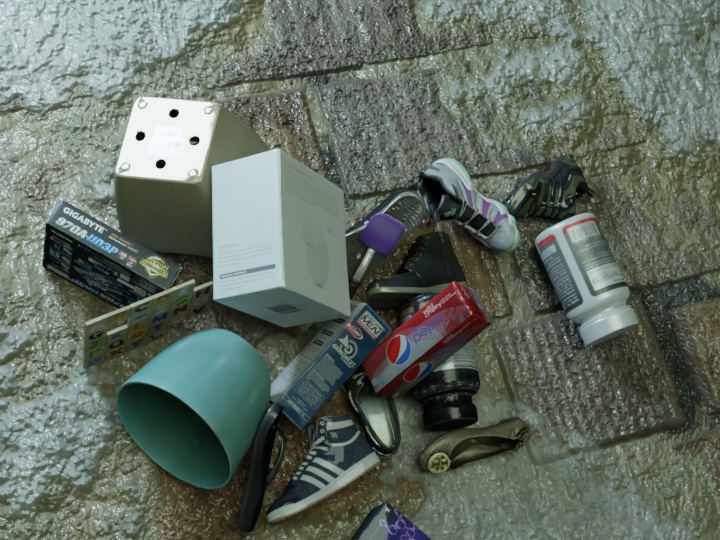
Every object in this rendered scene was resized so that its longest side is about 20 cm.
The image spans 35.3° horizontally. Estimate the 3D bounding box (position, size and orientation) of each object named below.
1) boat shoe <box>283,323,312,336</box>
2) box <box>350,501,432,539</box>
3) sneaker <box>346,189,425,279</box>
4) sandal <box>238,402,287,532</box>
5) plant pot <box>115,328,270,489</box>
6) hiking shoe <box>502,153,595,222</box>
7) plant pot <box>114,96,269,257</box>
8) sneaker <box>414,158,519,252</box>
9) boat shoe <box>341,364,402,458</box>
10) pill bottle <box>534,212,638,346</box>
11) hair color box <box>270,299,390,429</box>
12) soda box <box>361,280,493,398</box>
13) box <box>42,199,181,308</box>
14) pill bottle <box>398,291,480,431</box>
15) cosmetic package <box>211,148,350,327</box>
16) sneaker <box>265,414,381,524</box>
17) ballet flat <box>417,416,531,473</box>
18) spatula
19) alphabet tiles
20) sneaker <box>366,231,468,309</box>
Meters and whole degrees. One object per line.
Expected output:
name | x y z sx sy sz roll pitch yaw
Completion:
boat shoe | -0.137 0.008 1.770 0.069 0.074 0.201 -37 88 -33
box | 0.023 0.462 1.641 0.141 0.079 0.201 38 64 3
sneaker | 0.020 -0.054 1.836 0.199 0.106 0.075 -37 100 3
sandal | -0.131 0.281 1.622 0.042 0.076 0.203 15 108 7
plant pot | -0.221 0.181 1.614 0.200 0.201 0.161 39 51 1
hiking shoe | 0.323 -0.121 1.948 0.199 0.076 0.101 -35 79 -26
plant pot | -0.265 -0.154 1.694 0.197 0.178 0.202 6 66 10
sneaker | 0.165 -0.092 1.864 0.200 0.078 0.140 44 33 12
boat shoe | 0.016 0.188 1.748 0.075 0.060 0.202 -21 76 -17
pill bottle | 0.380 0.017 1.893 0.113 0.114 0.202 -17 76 -21
hair color box | -0.052 0.138 1.694 0.061 0.100 0.200 44 80 -14
soda box | 0.097 0.105 1.688 0.070 0.200 0.064 21 33 -52
box | -0.366 -0.006 1.652 0.198 0.159 0.046 29 62 -4
pill bottle | 0.127 0.143 1.771 0.110 0.112 0.203 -2 71 -17
cosmetic package | -0.114 -0.041 1.633 0.122 0.199 0.203 -10 72 25
sneaker | -0.074 0.289 1.679 0.199 0.070 0.109 -26 82 -29
ballet flat | 0.182 0.277 1.762 0.198 0.068 0.046 -11 38 -24
spatula | 0.000 0.000 1.772 0.056 0.021 0.201 29 104 -6
alphabet tiles | -0.307 0.074 1.636 0.198 0.168 0.008 -23 71 -23
sneaker | 0.079 -0.002 1.821 0.198 0.075 0.107 -4 70 -40
